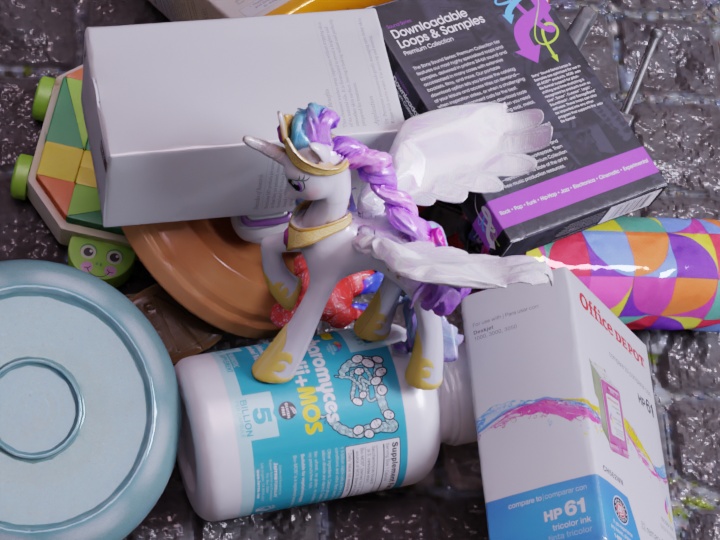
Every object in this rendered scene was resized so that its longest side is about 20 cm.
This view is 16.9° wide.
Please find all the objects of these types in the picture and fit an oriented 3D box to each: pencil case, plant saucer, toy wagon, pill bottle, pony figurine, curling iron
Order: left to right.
[{"bbox_3d":[-0.209,0.089,1.536,0.199,0.027,0.201,3,78,-13],"label":"plant saucer"},{"bbox_3d":[-0.168,-0.062,1.728,0.154,0.040,0.201,12,59,-2],"label":"toy wagon"},{"bbox_3d":[-0.089,-0.050,1.674,0.200,0.037,0.201,30,43,-34],"label":"plant saucer"},{"bbox_3d":[-0.021,0.097,1.619,0.199,0.111,0.111,-10,62,-15],"label":"pill bottle"},{"bbox_3d":[0.020,-0.016,1.515,0.192,0.201,0.167,3,42,-1],"label":"pony figurine"},{"bbox_3d":[0.123,-0.097,1.735,0.049,0.026,0.201,26,82,-22],"label":"curling iron"},{"bbox_3d":[0.175,0.002,1.706,0.199,0.088,0.089,2,59,-21],"label":"pencil case"}]

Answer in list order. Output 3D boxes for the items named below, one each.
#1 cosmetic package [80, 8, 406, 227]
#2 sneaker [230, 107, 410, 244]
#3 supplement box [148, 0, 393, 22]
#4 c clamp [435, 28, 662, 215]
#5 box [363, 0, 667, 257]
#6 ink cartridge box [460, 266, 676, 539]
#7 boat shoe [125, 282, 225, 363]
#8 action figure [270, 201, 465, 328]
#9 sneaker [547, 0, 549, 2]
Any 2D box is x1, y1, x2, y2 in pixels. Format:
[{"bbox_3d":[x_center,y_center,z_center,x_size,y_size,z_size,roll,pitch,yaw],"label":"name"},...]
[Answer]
[{"bbox_3d":[-0.078,-0.101,1.588,0.199,0.081,0.113,-5,55,-10],"label":"cosmetic package"},{"bbox_3d":[-0.008,-0.059,1.679,0.200,0.100,0.075,-31,67,-31],"label":"sneaker"},{"bbox_3d":[-0.074,-0.217,1.769,0.126,0.074,0.200,-31,47,-17],"label":"supplement box"},{"bbox_3d":[0.101,-0.118,1.765,0.199,0.027,0.172,16,88,7],"label":"c clamp"},{"bbox_3d":[0.102,-0.112,1.672,0.142,0.036,0.201,-19,70,-31],"label":"box"},{"bbox_3d":[0.140,0.119,1.606,0.084,0.144,0.201,-20,58,21],"label":"ink cartridge box"},{"bbox_3d":[-0.186,0.058,1.651,0.199,0.063,0.074,-17,90,-16],"label":"boat shoe"},{"bbox_3d":[0.000,0.000,1.673,0.200,0.052,0.066,-29,89,-53],"label":"action figure"},{"bbox_3d":[0.102,-0.184,1.824,0.077,0.073,0.201,-2,60,-14],"label":"sneaker"}]
